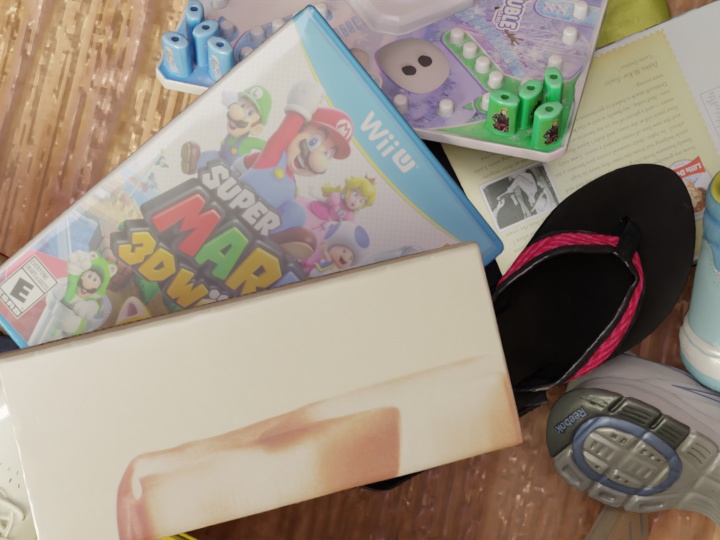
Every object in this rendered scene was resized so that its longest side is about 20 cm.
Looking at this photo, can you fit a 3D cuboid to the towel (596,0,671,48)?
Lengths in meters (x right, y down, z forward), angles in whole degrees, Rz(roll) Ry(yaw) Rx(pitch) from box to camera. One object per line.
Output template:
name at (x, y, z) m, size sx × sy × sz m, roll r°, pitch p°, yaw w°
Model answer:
towel at (0.127, -0.099, 1.018) m, size 0.085 × 0.018 × 0.202 m, roll -15°, pitch 79°, yaw -1°

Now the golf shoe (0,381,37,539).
golf shoe at (-0.181, 0.135, 0.874) m, size 0.075 × 0.092 × 0.201 m, roll 27°, pitch 106°, yaw -20°

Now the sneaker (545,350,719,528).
sneaker at (0.186, 0.091, 0.948) m, size 0.199 × 0.087 × 0.075 m, roll 30°, pitch 122°, yaw -5°

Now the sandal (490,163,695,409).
sandal at (0.088, 0.020, 0.904) m, size 0.199 × 0.045 × 0.075 m, roll -37°, pitch 91°, yaw -22°

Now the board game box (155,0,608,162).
board game box at (0.023, -0.148, 0.967) m, size 0.198 × 0.026 × 0.201 m, roll 11°, pitch 49°, yaw 10°

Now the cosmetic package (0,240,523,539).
cosmetic package at (-0.044, 0.054, 0.815) m, size 0.198 × 0.103 × 0.088 m, roll -13°, pitch 90°, yaw -8°

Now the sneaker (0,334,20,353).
sneaker at (-0.155, 0.126, 0.962) m, size 0.145 × 0.081 × 0.202 m, roll -4°, pitch 113°, yaw 1°

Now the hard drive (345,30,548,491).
hard drive at (0.000, 0.000, 0.971) m, size 0.135 × 0.042 × 0.201 m, roll -33°, pitch 77°, yaw 40°

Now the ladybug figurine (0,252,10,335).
ladybug figurine at (-0.231, 0.032, 0.992) m, size 0.198 × 0.072 × 0.137 m, roll 17°, pitch 116°, yaw -14°

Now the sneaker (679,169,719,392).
sneaker at (0.250, -0.014, 0.921) m, size 0.198 × 0.080 × 0.132 m, roll -7°, pitch 119°, yaw -6°

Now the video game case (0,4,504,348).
video game case at (-0.054, -0.001, 0.895) m, size 0.200 × 0.018 × 0.143 m, roll -40°, pitch 100°, yaw 2°

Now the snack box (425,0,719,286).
snack box at (0.139, -0.054, 0.976) m, size 0.198 × 0.037 × 0.117 m, roll -22°, pitch 83°, yaw -7°

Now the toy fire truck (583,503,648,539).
toy fire truck at (0.070, 0.191, 0.927) m, size 0.198 × 0.177 × 0.129 m, roll -13°, pitch 38°, yaw -18°

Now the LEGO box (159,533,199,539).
LEGO box at (-0.089, 0.192, 0.839) m, size 0.077 × 0.199 × 0.150 m, roll 38°, pitch 76°, yaw -31°
